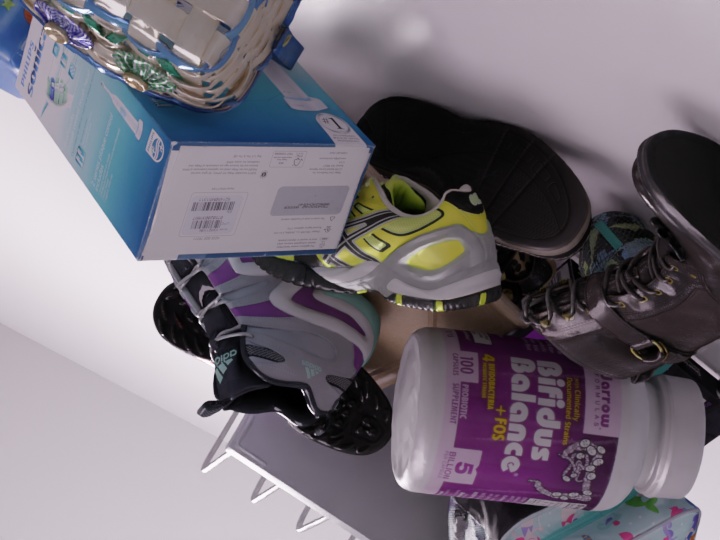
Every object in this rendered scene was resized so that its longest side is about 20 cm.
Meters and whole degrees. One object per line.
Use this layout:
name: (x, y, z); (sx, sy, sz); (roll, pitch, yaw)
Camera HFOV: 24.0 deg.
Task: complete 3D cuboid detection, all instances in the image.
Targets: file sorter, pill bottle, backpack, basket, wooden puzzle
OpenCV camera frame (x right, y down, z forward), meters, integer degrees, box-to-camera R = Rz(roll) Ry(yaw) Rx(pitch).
file sorter: (-0.006, 0.152, 1.363); (0.199, 0.139, 0.125); (34, 154, -7)
pill bottle: (0.127, 0.104, 1.149); (0.198, 0.113, 0.112); (6, 169, -8)
backpack: (0.159, 0.207, 1.274); (0.151, 0.177, 0.201); (53, 156, 34)
basket: (-0.114, -0.175, 0.963); (0.176, 0.140, 0.200); (31, -174, 0)
wooden puzzle: (0.000, 0.000, 1.199); (0.185, 0.037, 0.200); (43, 143, -19)

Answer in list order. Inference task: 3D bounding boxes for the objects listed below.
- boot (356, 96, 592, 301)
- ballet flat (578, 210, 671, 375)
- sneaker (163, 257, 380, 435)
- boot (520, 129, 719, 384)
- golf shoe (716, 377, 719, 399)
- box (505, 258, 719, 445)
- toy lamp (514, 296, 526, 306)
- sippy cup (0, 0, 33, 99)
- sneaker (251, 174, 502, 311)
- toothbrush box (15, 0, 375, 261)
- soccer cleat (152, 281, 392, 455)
boot: (0.095, -0.034, 1.141); (0.199, 0.073, 0.151); (25, 165, 40)
ballet flat: (0.186, 0.014, 1.165); (0.074, 0.075, 0.200); (26, 164, 21)
sneaker: (-0.090, 0.038, 1.151); (0.199, 0.140, 0.078); (31, 144, -6)
boot: (0.167, 0.007, 1.002); (0.173, 0.070, 0.200); (-19, 136, 39)
golf shoe: (0.318, 0.107, 1.157); (0.094, 0.078, 0.200); (36, 165, -20)
box: (0.179, 0.094, 1.312); (0.200, 0.143, 0.036); (36, -151, -26)
toy lamp: (0.145, 0.039, 1.338); (0.058, 0.058, 0.200); (15, 160, 49)
sippy cup: (-0.219, -0.191, 1.144); (0.178, 0.131, 0.139); (38, 166, -28)
sneaker: (0.009, -0.025, 1.086); (0.199, 0.077, 0.075); (8, -167, 39)
toothbrush box: (-0.108, -0.098, 1.058); (0.146, 0.086, 0.200); (-3, -142, -37)
soccer cleat: (-0.060, 0.068, 1.258); (0.199, 0.069, 0.073); (30, -177, 4)
